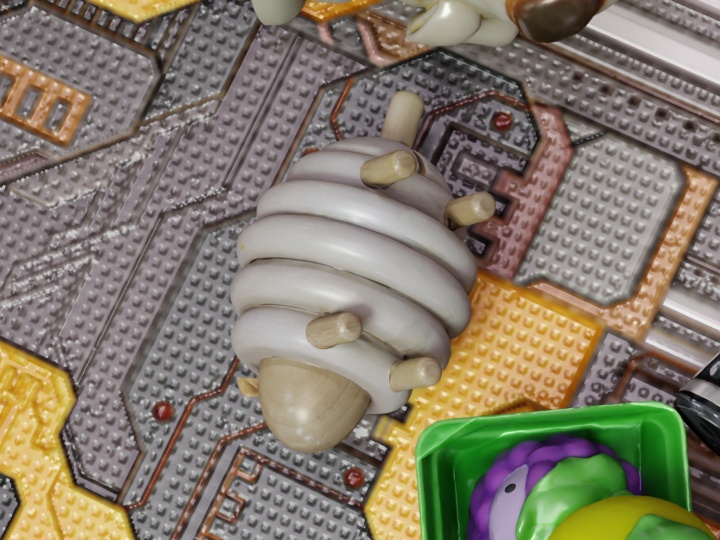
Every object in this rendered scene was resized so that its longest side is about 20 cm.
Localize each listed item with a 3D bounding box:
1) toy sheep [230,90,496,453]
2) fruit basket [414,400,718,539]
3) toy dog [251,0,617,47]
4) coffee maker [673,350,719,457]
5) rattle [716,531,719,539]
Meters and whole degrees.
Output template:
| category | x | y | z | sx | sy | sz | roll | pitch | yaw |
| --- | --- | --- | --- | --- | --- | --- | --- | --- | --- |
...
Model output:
| category | x | y | z | sx | sy | sz | roll | pitch | yaw |
| --- | --- | --- | --- | --- | --- | --- | --- | --- | --- |
| toy sheep | 0.000 | 0.000 | 1.490 | 0.138 | 0.138 | 0.200 | 19 | 70 | 11 |
| fruit basket | 0.107 | 0.163 | 1.408 | 0.155 | 0.216 | 0.216 | -5 | 78 | 7 |
| toy dog | 0.052 | -0.189 | 1.493 | 0.200 | 0.194 | 0.140 | 18 | 70 | 17 |
| coffee maker | 0.283 | 0.047 | 1.439 | 0.192 | 0.135 | 0.200 | 35 | 86 | 12 |
| rattle | 0.206 | 0.243 | 1.422 | 0.200 | 0.130 | 0.143 | 40 | 110 | 5 |
